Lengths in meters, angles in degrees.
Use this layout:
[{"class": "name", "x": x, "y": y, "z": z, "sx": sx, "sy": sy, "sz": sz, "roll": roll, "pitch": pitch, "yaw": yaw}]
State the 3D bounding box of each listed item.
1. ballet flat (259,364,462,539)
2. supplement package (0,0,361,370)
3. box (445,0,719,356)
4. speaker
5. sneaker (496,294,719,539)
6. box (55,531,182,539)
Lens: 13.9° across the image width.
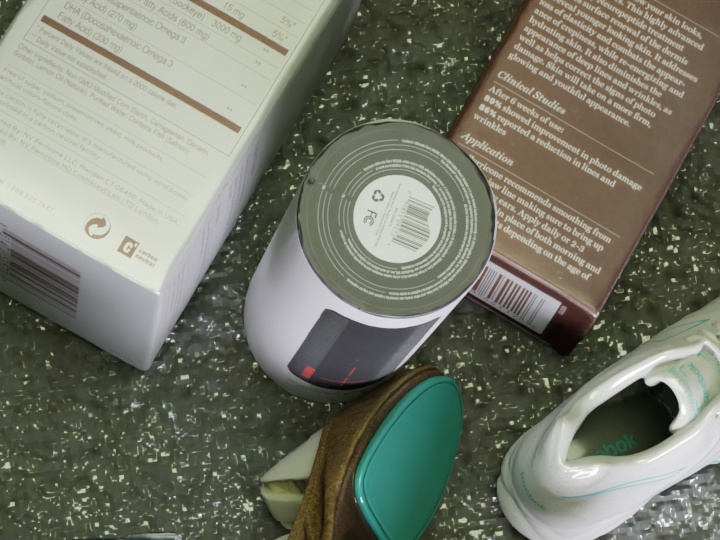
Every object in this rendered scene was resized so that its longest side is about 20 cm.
[{"class": "ballet flat", "x": -0.016, "y": 0.117, "z": 1.256, "sx": 0.072, "sy": 0.068, "sz": 0.201, "roll": -4, "pitch": 44, "yaw": 27}, {"class": "supplement package", "x": -0.090, "y": -0.081, "z": 1.286, "sx": 0.117, "sy": 0.117, "sz": 0.201, "roll": 29, "pitch": 70, "yaw": 3}, {"class": "box", "x": 0.102, "y": -0.074, "z": 1.339, "sx": 0.100, "sy": 0.075, "sz": 0.201, "roll": 30, "pitch": 72, "yaw": 2}, {"class": "speaker", "x": 0.000, "y": 0.000, "z": 1.231, "sx": 0.081, "sy": 0.200, "sz": 0.082, "roll": 2, "pitch": 78, "yaw": -9}, {"class": "sneaker", "x": 0.154, "y": 0.053, "z": 1.303, "sx": 0.200, "sy": 0.080, "sz": 0.071, "roll": -33, "pitch": 78, "yaw": -18}, {"class": "box", "x": -0.161, "y": 0.213, "z": 1.163, "sx": 0.195, "sy": 0.117, "sz": 0.201, "roll": -1, "pitch": 73, "yaw": 4}]
